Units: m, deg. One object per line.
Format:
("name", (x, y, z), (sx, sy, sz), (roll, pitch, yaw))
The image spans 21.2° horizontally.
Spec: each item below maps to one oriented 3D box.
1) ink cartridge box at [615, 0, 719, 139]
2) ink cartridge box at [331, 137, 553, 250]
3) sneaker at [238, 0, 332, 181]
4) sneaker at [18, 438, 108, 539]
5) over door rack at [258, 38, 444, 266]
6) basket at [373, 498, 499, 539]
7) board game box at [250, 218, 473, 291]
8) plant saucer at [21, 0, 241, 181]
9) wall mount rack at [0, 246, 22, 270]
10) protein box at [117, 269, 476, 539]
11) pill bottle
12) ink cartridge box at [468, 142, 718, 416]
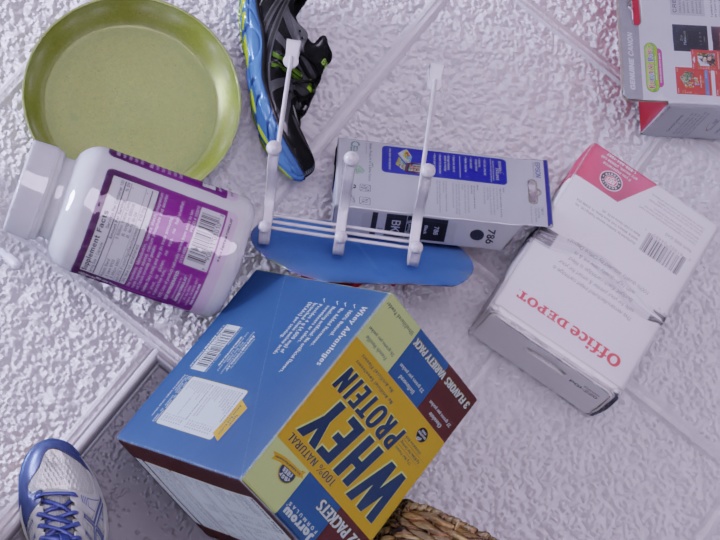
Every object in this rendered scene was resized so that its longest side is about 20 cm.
("ink cartridge box", (0.318, -0.236, 1.863), (0.175, 0.084, 0.201), (3, 72, -11))
("ink cartridge box", (0.074, -0.068, 1.754), (0.199, 0.039, 0.100), (6, 42, -3))
("sneaker", (-0.064, -0.181, 1.773), (0.082, 0.071, 0.200), (-6, 71, -7))
("sneaker", (-0.242, 0.232, 1.598), (0.075, 0.088, 0.201), (-7, 73, -12))
("over door rack", (-0.007, -0.111, 1.683), (0.147, 0.067, 0.201), (9, 68, -3))
("basket", (0.081, 0.305, 1.613), (0.199, 0.143, 0.149), (30, 69, -1))
("board game box", (0.000, 0.000, 1.704), (0.199, 0.158, 0.039), (2, 111, -19))
("plant saucer", (-0.209, -0.154, 1.756), (0.199, 0.031, 0.201), (4, 72, -11))
("wall mount rack", (-0.393, -0.026, 1.654), (0.200, 0.075, 0.174), (-37, 84, -19))
("protein box", (-0.054, 0.123, 1.591), (0.199, 0.200, 0.135), (-51, 121, -20))
("pill bottle", (-0.201, -0.041, 1.660), (0.199, 0.112, 0.113), (20, 70, -10))
("ink cartridge box", (0.213, 0.010, 1.764), (0.145, 0.085, 0.200), (34, 68, 0))
